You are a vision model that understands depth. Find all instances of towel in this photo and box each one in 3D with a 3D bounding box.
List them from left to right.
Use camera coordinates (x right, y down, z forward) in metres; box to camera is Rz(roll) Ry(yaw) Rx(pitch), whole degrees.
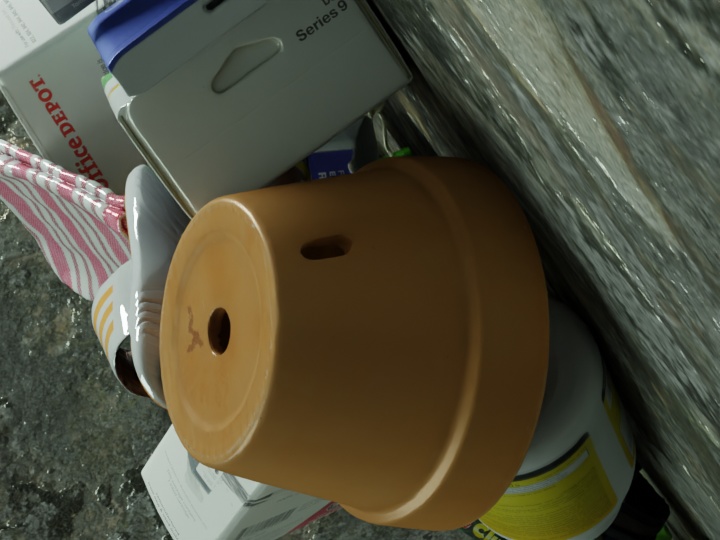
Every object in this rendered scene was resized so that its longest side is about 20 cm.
[{"bbox_3d":[-0.182,-0.017,1.327,0.200,0.030,0.147,23,153,43],"label":"towel"}]

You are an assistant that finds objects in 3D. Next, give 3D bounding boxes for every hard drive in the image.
[{"bbox_3d":[-0.083,-0.150,1.061,0.025,0.132,0.200,54,179,-16],"label":"hard drive"}]

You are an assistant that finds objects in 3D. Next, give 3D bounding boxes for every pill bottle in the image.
[{"bbox_3d":[0.102,0.097,1.177,0.112,0.112,0.200,53,177,29],"label":"pill bottle"}]

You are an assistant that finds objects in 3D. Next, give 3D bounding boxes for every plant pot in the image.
[{"bbox_3d":[-0.014,0.035,1.039,0.140,0.201,0.200,3,-149,-31],"label":"plant pot"}]

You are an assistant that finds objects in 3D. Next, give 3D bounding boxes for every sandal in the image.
[{"bbox_3d":[-0.118,0.023,1.153,0.079,0.059,0.207,36,-155,-31],"label":"sandal"}]

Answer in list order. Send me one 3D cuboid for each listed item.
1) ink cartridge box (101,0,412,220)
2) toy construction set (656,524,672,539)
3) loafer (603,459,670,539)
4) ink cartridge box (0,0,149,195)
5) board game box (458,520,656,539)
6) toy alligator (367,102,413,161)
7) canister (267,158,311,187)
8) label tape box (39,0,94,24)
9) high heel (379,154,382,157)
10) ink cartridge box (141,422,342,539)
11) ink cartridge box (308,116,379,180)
[{"bbox_3d":[-0.065,-0.110,1.144,0.088,0.145,0.200,54,178,-13],"label":"ink cartridge box"},{"bbox_3d":[0.223,0.268,1.442,0.131,0.092,0.201,-63,-47,-77],"label":"toy construction set"},{"bbox_3d":[0.131,0.103,1.318,0.200,0.063,0.072,38,-157,-4],"label":"loafer"},{"bbox_3d":[-0.141,-0.152,1.328,0.084,0.200,0.146,53,173,43],"label":"ink cartridge box"},{"bbox_3d":[0.117,0.163,1.307,0.200,0.023,0.105,34,-150,-6],"label":"board game box"},{"bbox_3d":[0.036,-0.035,1.277,0.054,0.059,0.201,-127,13,-87],"label":"toy alligator"},{"bbox_3d":[-0.067,-0.035,1.399,0.149,0.086,0.200,78,-175,-45],"label":"canister"},{"bbox_3d":[-0.161,-0.251,1.046,0.200,0.144,0.063,56,178,-37],"label":"label tape box"},{"bbox_3d":[0.057,-0.016,1.483,0.201,0.071,0.142,66,156,-1],"label":"high heel"},{"bbox_3d":[-0.036,0.094,1.254,0.085,0.145,0.200,59,145,15],"label":"ink cartridge box"},{"bbox_3d":[0.000,0.000,1.379,0.200,0.040,0.200,-80,-19,-75],"label":"ink cartridge box"}]
